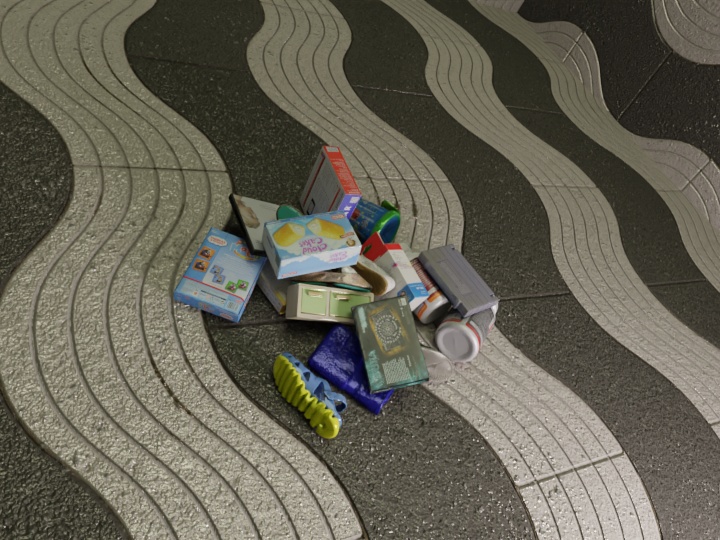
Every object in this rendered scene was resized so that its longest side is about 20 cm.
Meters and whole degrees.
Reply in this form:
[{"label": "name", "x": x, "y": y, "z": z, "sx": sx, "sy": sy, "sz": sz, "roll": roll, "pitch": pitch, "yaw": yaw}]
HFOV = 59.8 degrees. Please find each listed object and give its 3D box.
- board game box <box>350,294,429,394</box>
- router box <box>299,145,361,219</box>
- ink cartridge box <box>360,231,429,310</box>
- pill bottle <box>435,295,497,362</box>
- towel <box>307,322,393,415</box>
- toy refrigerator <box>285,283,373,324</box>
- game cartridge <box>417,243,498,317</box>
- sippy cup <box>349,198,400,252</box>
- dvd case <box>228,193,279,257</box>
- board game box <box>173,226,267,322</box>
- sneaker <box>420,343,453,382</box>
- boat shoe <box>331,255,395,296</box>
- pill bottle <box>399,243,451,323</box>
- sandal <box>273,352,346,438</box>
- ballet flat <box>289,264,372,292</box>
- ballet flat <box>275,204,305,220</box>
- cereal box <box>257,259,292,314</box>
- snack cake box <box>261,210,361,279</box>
[{"label": "board game box", "x": 0.063, "y": 0.161, "z": 1.388, "sx": 0.133, "sy": 0.028, "sz": 0.202, "roll": -11, "pitch": 65, "yaw": -6}, {"label": "router box", "x": -0.084, "y": -0.189, "z": 1.640, "sx": 0.048, "sy": 0.201, "sz": 0.181, "roll": -2, "pitch": 51, "yaw": -31}, {"label": "ink cartridge box", "x": 0.071, "y": 0.014, "z": 1.570, "sx": 0.067, "sy": 0.116, "sz": 0.202, "roll": -3, "pitch": 58, "yaw": -49}, {"label": "pill bottle", "x": 0.277, "y": 0.133, "z": 1.600, "sx": 0.115, "sy": 0.116, "sz": 0.200, "roll": 37, "pitch": 42, "yaw": 8}, {"label": "towel", "x": -0.008, "y": 0.213, "z": 1.404, "sx": 0.199, "sy": 0.050, "sz": 0.148, "roll": 34, "pitch": 40, "yaw": 3}, {"label": "toy refrigerator", "x": -0.067, "y": 0.080, "z": 1.442, "sx": 0.198, "sy": 0.070, "sz": 0.077, "roll": 9, "pitch": 79, "yaw": -30}, {"label": "game cartridge", "x": 0.244, "y": 0.023, "z": 1.580, "sx": 0.129, "sy": 0.039, "sz": 0.201, "roll": -17, "pitch": 59, "yaw": -35}, {"label": "sippy cup", "x": 0.021, "y": -0.127, "z": 1.704, "sx": 0.130, "sy": 0.141, "sz": 0.177, "roll": 34, "pitch": 16, "yaw": 20}, {"label": "dvd case", "x": -0.227, "y": -0.101, "z": 1.495, "sx": 0.141, "sy": 0.018, "sz": 0.201, "roll": 11, "pitch": 39, "yaw": -41}, {"label": "board game box", "x": -0.307, "y": 0.006, "z": 1.408, "sx": 0.149, "sy": 0.037, "sz": 0.201, "roll": 20, "pitch": 52, "yaw": -1}, {"label": "sneaker", "x": 0.131, "y": 0.191, "z": 1.492, "sx": 0.199, "sy": 0.075, "sz": 0.106, "roll": 30, "pitch": 11, "yaw": -25}, {"label": "boat shoe", "x": 0.000, "y": 0.000, "z": 1.541, "sx": 0.199, "sy": 0.071, "sz": 0.069, "roll": 35, "pitch": 22, "yaw": 28}, {"label": "pill bottle", "x": 0.147, "y": 0.029, "z": 1.627, "sx": 0.112, "sy": 0.113, "sz": 0.201, "roll": -18, "pitch": 60, "yaw": -40}, {"label": "sandal", "x": -0.101, "y": 0.250, "z": 1.300, "sx": 0.200, "sy": 0.080, "sz": 0.087, "roll": 49, "pitch": 40, "yaw": 8}, {"label": "ballet flat", "x": -0.066, "y": 0.007, "z": 1.460, "sx": 0.197, "sy": 0.068, "sz": 0.068, "roll": 7, "pitch": 84, "yaw": -8}, {"label": "ballet flat", "x": -0.127, "y": -0.078, "z": 1.514, "sx": 0.200, "sy": 0.064, "sz": 0.067, "roll": 43, "pitch": 86, "yaw": -1}, {"label": "cereal box", "x": -0.191, "y": 0.002, "z": 1.510, "sx": 0.143, "sy": 0.040, "sz": 0.200, "roll": -19, "pitch": 60, "yaw": -42}, {"label": "snack cake box", "x": -0.111, "y": -0.060, "z": 1.414, "sx": 0.198, "sy": 0.068, "sz": 0.116, "roll": -12, "pitch": 54, "yaw": -26}]
